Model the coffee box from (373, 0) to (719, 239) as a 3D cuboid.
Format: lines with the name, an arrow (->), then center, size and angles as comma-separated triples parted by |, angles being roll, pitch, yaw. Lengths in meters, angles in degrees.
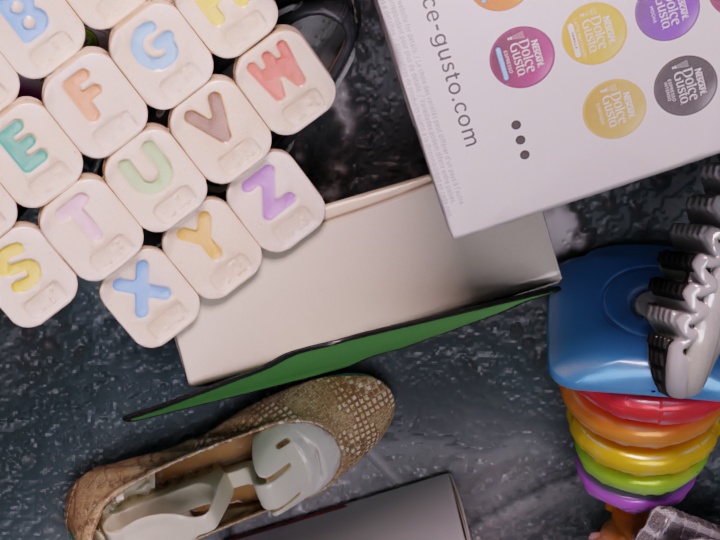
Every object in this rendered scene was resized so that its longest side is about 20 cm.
coffee box -> 0.095, -0.172, 1.201 | 0.196, 0.200, 0.201 | -17, 119, 2

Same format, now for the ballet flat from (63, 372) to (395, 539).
ballet flat -> -0.070, 0.119, 1.412 | 0.199, 0.065, 0.071 | -24, 119, 6

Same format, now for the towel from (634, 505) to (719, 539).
towel -> 0.181, 0.223, 1.448 | 0.166, 0.086, 0.200 | -45, 147, 14

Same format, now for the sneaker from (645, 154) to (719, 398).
sneaker -> 0.203, -0.025, 1.285 | 0.081, 0.075, 0.201 | 20, 96, -10

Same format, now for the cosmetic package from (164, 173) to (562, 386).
cosmetic package -> 0.000, 0.000, 1.327 | 0.199, 0.104, 0.074 | -17, 87, 1

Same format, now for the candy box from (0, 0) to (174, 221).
candy box -> -0.172, -0.131, 1.251 | 0.136, 0.061, 0.200 | 28, 113, -39

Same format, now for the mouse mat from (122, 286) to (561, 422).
mouse mat -> -0.012, 0.043, 1.301 | 0.160, 0.200, 0.008 | -12, 83, -39

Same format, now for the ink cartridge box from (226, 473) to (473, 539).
ink cartridge box -> 0.016, 0.238, 1.475 | 0.145, 0.083, 0.201 | -17, 119, 2

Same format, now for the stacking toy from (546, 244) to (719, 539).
stacking toy -> 0.157, 0.094, 1.416 | 0.115, 0.110, 0.201 | 4, 129, 4

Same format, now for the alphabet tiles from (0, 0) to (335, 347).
alphabet tiles -> -0.114, -0.063, 1.234 | 0.200, 0.015, 0.196 | -36, 113, 2

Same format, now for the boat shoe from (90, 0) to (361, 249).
boat shoe -> -0.075, -0.075, 1.311 | 0.075, 0.060, 0.200 | 30, 110, -20
